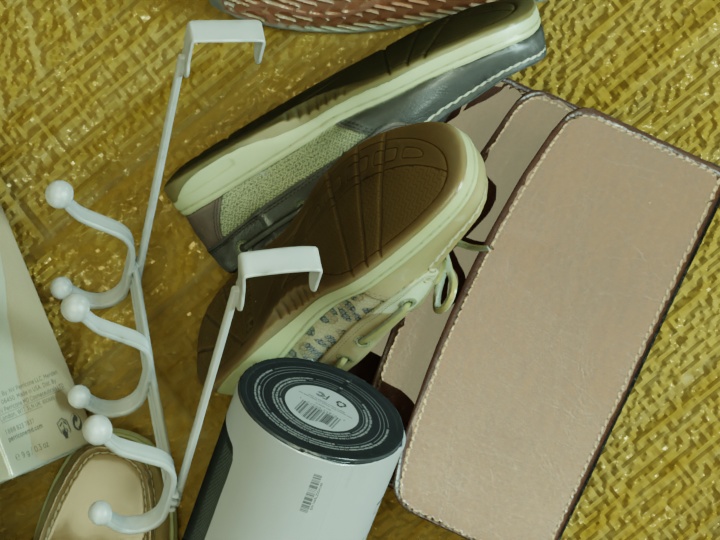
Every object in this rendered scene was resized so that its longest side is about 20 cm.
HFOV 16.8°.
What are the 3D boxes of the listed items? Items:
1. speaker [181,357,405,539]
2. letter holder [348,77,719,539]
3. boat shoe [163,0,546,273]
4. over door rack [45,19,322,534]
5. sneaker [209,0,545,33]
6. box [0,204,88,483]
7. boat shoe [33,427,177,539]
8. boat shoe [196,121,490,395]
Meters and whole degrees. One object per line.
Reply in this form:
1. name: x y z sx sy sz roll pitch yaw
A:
1. speaker: -0.047 0.144 1.123 0.081 0.081 0.200 22 118 3
2. letter holder: 0.065 0.016 1.138 0.142 0.101 0.200 25 93 5
3. boat shoe: 0.005 -0.062 1.152 0.201 0.072 0.066 -26 103 16
4. over door rack: -0.093 0.002 1.083 0.067 0.200 0.148 6 49 -26
5. sneaker: 0.025 -0.164 1.155 0.200 0.071 0.080 -7 76 6
6. box: -0.214 0.010 1.153 0.095 0.078 0.200 -21 91 28
7. boat shoe: -0.136 0.176 1.171 0.074 0.066 0.200 12 93 3
8. boat shoe: 0.000 0.000 1.118 0.063 0.200 0.073 22 51 -29
